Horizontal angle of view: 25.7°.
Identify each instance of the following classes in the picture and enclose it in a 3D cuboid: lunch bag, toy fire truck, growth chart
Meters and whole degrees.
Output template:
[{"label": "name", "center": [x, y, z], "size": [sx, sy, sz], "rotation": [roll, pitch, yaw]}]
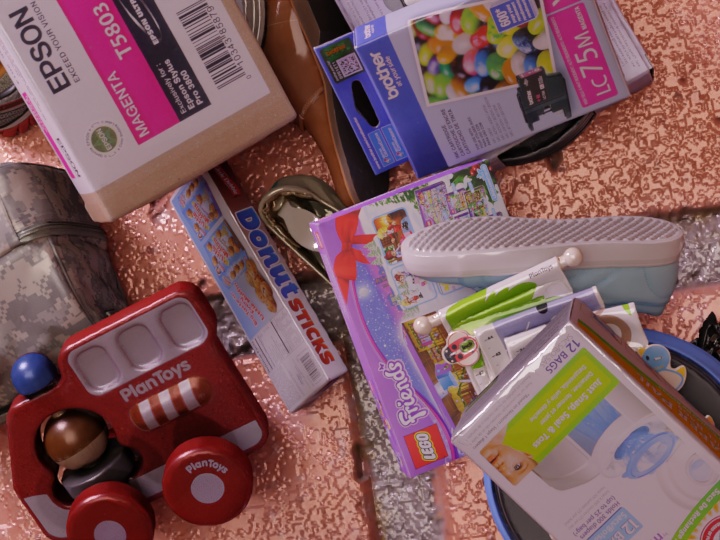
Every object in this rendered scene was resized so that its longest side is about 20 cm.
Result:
[{"label": "lunch bag", "center": [-0.286, 0.033, 1.231], "size": [0.200, 0.139, 0.168], "rotation": [-28, 80, 11]}, {"label": "toy fire truck", "center": [-0.174, 0.113, 1.179], "size": [0.200, 0.112, 0.168], "rotation": [-25, 110, 9]}, {"label": "growth chart", "center": [0.147, 0.085, 1.073], "size": [0.145, 0.018, 0.200], "rotation": [-31, 92, 12]}]

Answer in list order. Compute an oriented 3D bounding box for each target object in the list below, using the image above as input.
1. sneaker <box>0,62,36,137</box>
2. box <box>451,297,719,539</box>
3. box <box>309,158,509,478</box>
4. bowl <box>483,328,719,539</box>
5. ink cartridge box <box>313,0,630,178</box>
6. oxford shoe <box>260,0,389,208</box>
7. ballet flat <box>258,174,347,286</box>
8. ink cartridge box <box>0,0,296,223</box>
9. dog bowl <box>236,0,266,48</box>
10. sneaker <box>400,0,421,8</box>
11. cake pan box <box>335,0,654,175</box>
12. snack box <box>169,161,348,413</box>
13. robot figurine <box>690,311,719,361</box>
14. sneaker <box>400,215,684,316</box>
[{"label": "sneaker", "center": [-0.254, -0.196, 1.272], "size": [0.078, 0.082, 0.200], "rotation": [35, 93, 14]}, {"label": "box", "center": [0.172, 0.129, 1.013], "size": [0.200, 0.101, 0.112], "rotation": [44, 102, 2]}, {"label": "box", "center": [0.061, 0.034, 1.158], "size": [0.137, 0.039, 0.200], "rotation": [-21, 95, -8]}, {"label": "bowl", "center": [0.184, 0.139, 1.104], "size": [0.201, 0.039, 0.201], "rotation": [-1, 87, 13]}, {"label": "ink cartridge box", "center": [0.080, -0.143, 1.131], "size": [0.200, 0.042, 0.119], "rotation": [-20, 120, 13]}, {"label": "oxford shoe", "center": [-0.031, -0.131, 1.230], "size": [0.071, 0.071, 0.200], "rotation": [-26, 74, 28]}, {"label": "ballet flat", "center": [0.000, 0.000, 1.205], "size": [0.200, 0.069, 0.069], "rotation": [40, 95, 13]}, {"label": "ink cartridge box", "center": [-0.167, -0.158, 1.152], "size": [0.165, 0.075, 0.200], "rotation": [-32, 102, -14]}, {"label": "dog bowl", "center": [-0.177, -0.198, 1.223], "size": [0.200, 0.074, 0.200], "rotation": [-1, 92, -16]}, {"label": "sneaker", "center": [0.036, -0.238, 1.163], "size": [0.200, 0.074, 0.080], "rotation": [37, 96, 14]}, {"label": "cake pan box", "center": [0.101, -0.180, 1.204], "size": [0.184, 0.052, 0.200], "rotation": [-31, 79, 11]}, {"label": "snack box", "center": [-0.081, 0.009, 1.222], "size": [0.024, 0.072, 0.200], "rotation": [-23, 77, -35]}, {"label": "robot figurine", "center": [0.272, 0.115, 1.134], "size": [0.145, 0.058, 0.200], "rotation": [44, 96, 12]}, {"label": "sneaker", "center": [0.128, 0.009, 1.114], "size": [0.200, 0.074, 0.082], "rotation": [0, 111, -1]}]
